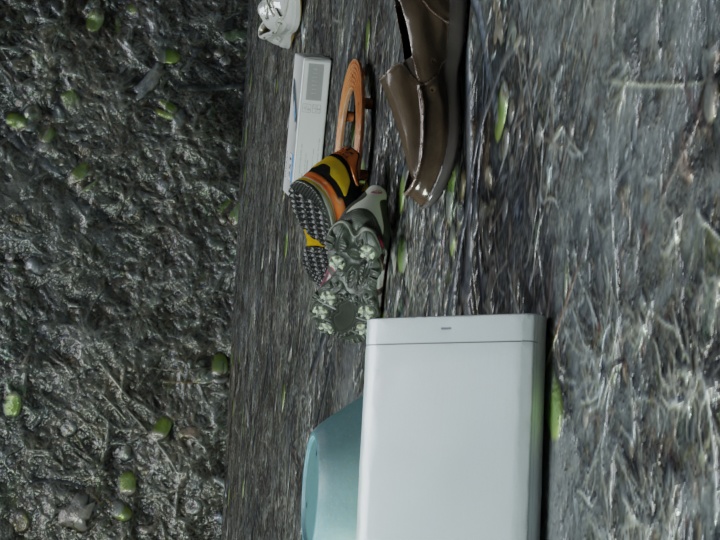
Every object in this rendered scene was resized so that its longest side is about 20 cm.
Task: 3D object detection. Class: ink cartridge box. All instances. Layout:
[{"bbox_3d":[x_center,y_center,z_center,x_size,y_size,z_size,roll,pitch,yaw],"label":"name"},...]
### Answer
[{"bbox_3d":[-0.081,-0.210,2.446,0.176,0.044,0.201,-131,46,-76],"label":"ink cartridge box"}]

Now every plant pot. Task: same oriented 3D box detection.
[{"bbox_3d":[0.028,0.168,1.261,0.200,0.134,0.202,-176,90,-81],"label":"plant pot"}]

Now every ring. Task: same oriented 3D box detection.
[{"bbox_3d":[-0.009,-0.150,2.027,0.200,0.019,0.202,-176,90,-80],"label":"ring"}]

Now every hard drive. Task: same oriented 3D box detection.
[{"bbox_3d":[0.059,0.131,1.145,0.027,0.131,0.201,17,-107,-57],"label":"hard drive"}]

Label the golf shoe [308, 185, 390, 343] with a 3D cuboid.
[{"bbox_3d":[0.000,0.000,1.793,0.201,0.077,0.088,105,-172,-50],"label":"golf shoe"}]

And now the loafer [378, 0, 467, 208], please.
[{"bbox_3d":[0.049,-0.155,1.480,0.073,0.070,0.202,153,121,-80],"label":"loafer"}]

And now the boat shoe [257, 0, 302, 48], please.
[{"bbox_3d":[-0.136,-0.426,2.813,0.200,0.069,0.071,116,158,-66],"label":"boat shoe"}]

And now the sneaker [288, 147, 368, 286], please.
[{"bbox_3d":[-0.016,-0.049,1.874,0.090,0.070,0.201,-44,-33,-23],"label":"sneaker"}]
